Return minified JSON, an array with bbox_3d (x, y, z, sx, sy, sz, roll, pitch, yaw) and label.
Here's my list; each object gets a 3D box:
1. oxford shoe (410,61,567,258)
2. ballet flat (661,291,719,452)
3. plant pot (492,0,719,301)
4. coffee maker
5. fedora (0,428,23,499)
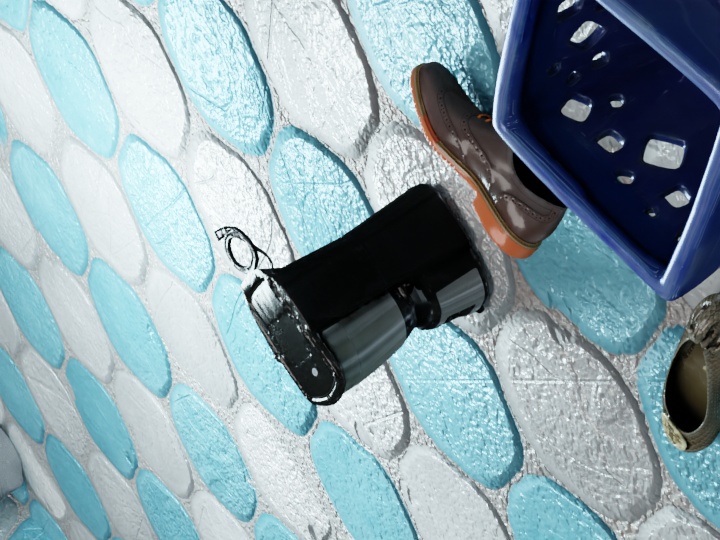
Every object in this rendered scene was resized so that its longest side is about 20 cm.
[{"bbox_3d":[0.115,-0.111,1.647,0.073,0.071,0.201,-43,72,36],"label":"oxford shoe"},{"bbox_3d":[0.275,0.090,1.550,0.067,0.046,0.201,49,153,26],"label":"ballet flat"},{"bbox_3d":[0.224,-0.136,1.250,0.200,0.179,0.201,48,153,26],"label":"plant pot"},{"bbox_3d":[0.000,0.000,1.800,0.134,0.199,0.193,6,124,58],"label":"coffee maker"},{"bbox_3d":[-0.732,0.385,3.748,0.201,0.090,0.177,65,154,6],"label":"fedora"}]
